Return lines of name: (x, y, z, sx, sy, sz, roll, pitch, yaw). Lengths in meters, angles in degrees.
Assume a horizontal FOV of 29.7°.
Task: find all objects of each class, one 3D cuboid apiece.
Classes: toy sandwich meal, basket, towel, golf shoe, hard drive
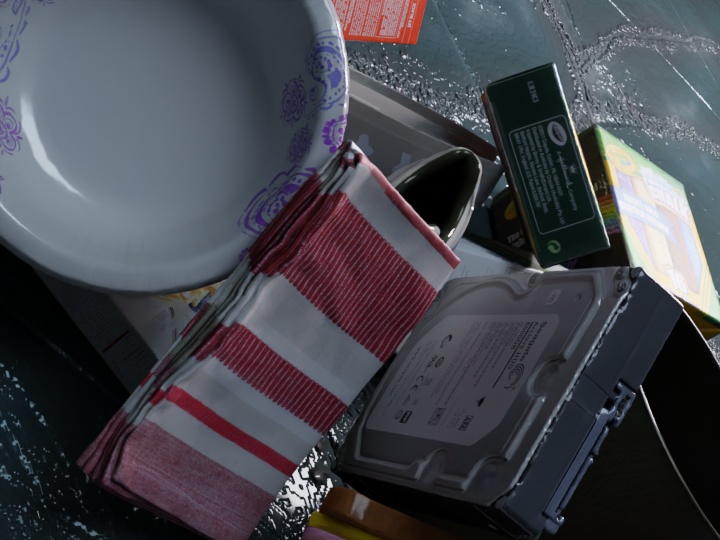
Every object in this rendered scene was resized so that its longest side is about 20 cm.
toy sandwich meal: (0.058, 0.179, 0.711, 0.205, 0.205, 0.071, 31, 64, -30)
basket: (0.117, 0.127, 0.800, 0.136, 0.199, 0.181, -7, 70, -58)
towel: (-0.036, 0.046, 0.683, 0.023, 0.200, 0.144, 37, -3, 34)
golf shoe: (0.000, 0.000, 0.766, 0.078, 0.097, 0.200, 38, 59, -1)
hard drive: (0.069, 0.065, 0.726, 0.038, 0.200, 0.140, 39, 74, -19)

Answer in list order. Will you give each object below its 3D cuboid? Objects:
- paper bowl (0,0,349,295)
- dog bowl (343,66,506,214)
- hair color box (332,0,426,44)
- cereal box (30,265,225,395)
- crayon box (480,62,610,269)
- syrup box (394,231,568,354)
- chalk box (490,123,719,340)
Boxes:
paper bowl: (-0.107, -0.088, 0.689, 0.201, 0.200, 0.104, 52, -4, -2)
dog bowl: (0.005, -0.093, 0.930, 0.199, 0.059, 0.200, 25, 12, -6)
hair color box: (-0.049, -0.209, 0.993, 0.110, 0.064, 0.199, 24, 18, 32)
cereal box: (-0.123, -0.015, 0.787, 0.200, 0.039, 0.144, 52, 33, -3)
crayon box: (0.128, -0.077, 0.974, 0.200, 0.051, 0.127, -58, 130, -83)
syrup box: (0.077, 0.020, 0.947, 0.199, 0.082, 0.079, 13, 12, -45)
chalk box: (0.196, -0.024, 1.118, 0.124, 0.125, 0.201, 27, 42, -34)
